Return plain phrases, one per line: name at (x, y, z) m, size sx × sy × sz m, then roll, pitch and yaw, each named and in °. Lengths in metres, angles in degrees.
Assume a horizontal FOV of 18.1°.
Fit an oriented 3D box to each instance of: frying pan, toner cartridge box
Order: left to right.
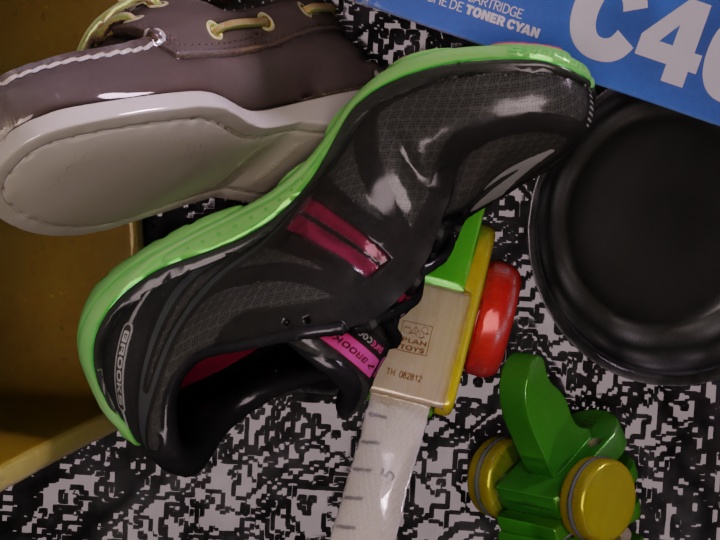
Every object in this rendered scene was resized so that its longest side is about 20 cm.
frying pan at (0.080, -0.030, 0.809) m, size 0.189 × 0.031 × 0.116 m, roll 22°, pitch 95°, yaw -12°
toner cartridge box at (0.099, -0.106, 0.762) m, size 0.199 × 0.043 × 0.096 m, roll 16°, pitch 97°, yaw -15°

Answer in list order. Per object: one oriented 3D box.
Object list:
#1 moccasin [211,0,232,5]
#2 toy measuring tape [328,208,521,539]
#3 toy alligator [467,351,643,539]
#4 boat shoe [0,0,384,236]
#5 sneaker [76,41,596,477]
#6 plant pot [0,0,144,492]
moccasin at (0.032, -0.146, 0.799) m, size 0.200 × 0.074 × 0.078 m, roll -27°, pitch 86°, yaw -4°
toy measuring tape at (0.013, 0.046, 0.799) m, size 0.073 × 0.074 × 0.201 m, roll 15°, pitch 68°, yaw 1°
toy alligator at (0.083, 0.122, 0.834) m, size 0.054 × 0.059 × 0.202 m, roll -18°, pitch 106°, yaw -39°
boat shoe at (-0.060, -0.057, 0.743) m, size 0.072 × 0.199 × 0.060 m, roll -37°, pitch 75°, yaw 33°
sneaker at (0.000, 0.000, 0.744) m, size 0.199 × 0.077 × 0.084 m, roll -36°, pitch 56°, yaw 15°
plant pot at (-0.198, -0.033, 0.764) m, size 0.198 × 0.194 × 0.197 m, roll 0°, pitch 97°, yaw 14°
